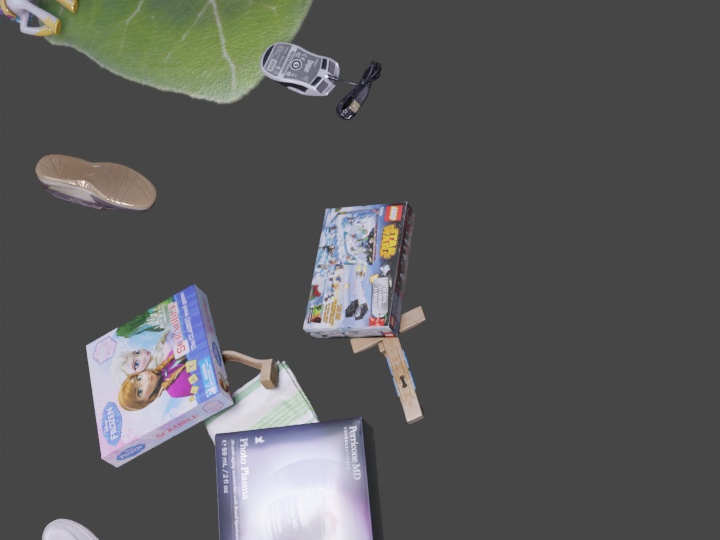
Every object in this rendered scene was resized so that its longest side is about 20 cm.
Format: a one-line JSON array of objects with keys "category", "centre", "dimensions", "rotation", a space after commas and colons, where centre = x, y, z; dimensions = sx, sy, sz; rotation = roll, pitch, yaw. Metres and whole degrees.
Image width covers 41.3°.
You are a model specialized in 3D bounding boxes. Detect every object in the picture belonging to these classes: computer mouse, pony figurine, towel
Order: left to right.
[{"category": "pony figurine", "centre": [-0.618, -0.525, 1.742], "dimensions": [0.197, 0.167, 0.196], "rotation": [14, 79, 2]}, {"category": "towel", "centre": [-0.119, 0.246, 1.337], "dimensions": [0.148, 0.031, 0.201], "rotation": [-35, 65, -1]}, {"category": "computer mouse", "centre": [-0.071, -0.320, 1.570], "dimensions": [0.198, 0.044, 0.111], "rotation": [22, 78, 15]}]

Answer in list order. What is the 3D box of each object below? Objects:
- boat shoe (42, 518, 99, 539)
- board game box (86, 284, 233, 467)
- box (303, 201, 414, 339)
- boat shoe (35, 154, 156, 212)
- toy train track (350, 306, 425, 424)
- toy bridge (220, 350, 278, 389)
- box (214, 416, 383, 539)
[{"category": "boat shoe", "centre": [-0.379, 0.416, 1.295], "dimensions": [0.072, 0.069, 0.200], "rotation": [-37, 64, -5]}, {"category": "board game box", "centre": [-0.294, 0.149, 1.377], "dimensions": [0.198, 0.041, 0.201], "rotation": [-29, 51, 9]}, {"category": "box", "centre": [0.000, 0.000, 1.389], "dimensions": [0.135, 0.040, 0.202], "rotation": [-3, 61, 25]}, {"category": "boat shoe", "centre": [-0.428, -0.134, 1.557], "dimensions": [0.197, 0.065, 0.073], "rotation": [13, 59, -2]}, {"category": "toy train track", "centre": [0.054, 0.124, 1.337], "dimensions": [0.114, 0.033, 0.202], "rotation": [-25, 54, 12]}, {"category": "toy bridge", "centre": [-0.211, 0.152, 1.380], "dimensions": [0.197, 0.027, 0.068], "rotation": [-13, 49, 20]}, {"category": "box", "centre": [-0.076, 0.303, 1.225], "dimensions": [0.195, 0.123, 0.203], "rotation": [-8, 74, 5]}]
